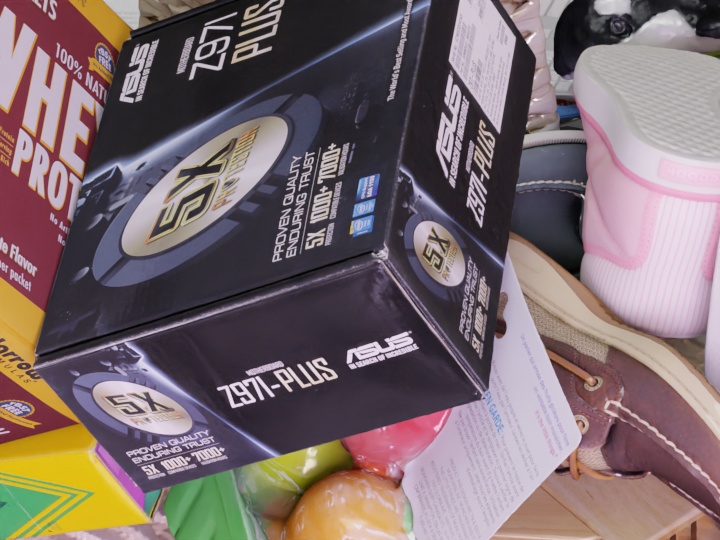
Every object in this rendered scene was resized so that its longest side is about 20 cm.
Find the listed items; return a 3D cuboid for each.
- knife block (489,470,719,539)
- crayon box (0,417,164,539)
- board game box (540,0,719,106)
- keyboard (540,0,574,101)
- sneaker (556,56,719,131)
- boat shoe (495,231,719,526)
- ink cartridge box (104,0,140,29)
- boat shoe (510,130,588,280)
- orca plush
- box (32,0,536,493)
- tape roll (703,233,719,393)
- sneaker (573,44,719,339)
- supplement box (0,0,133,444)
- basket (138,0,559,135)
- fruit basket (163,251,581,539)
[{"bbox_3d":[0.129,0.105,1.274,0.175,0.064,0.200,3,40,9],"label":"knife block"},{"bbox_3d":[-0.148,0.029,1.344,0.172,0.058,0.200,-8,45,28],"label":"crayon box"},{"bbox_3d":[0.140,-0.123,1.570,0.199,0.030,0.096,-10,40,-10],"label":"board game box"},{"bbox_3d":[0.122,-0.150,1.577,0.056,0.011,0.200,10,42,19],"label":"keyboard"},{"bbox_3d":[0.122,-0.049,1.458,0.199,0.071,0.083,-11,45,2],"label":"sneaker"},{"bbox_3d":[0.095,0.059,1.237,0.072,0.072,0.200,-40,49,-9],"label":"boat shoe"},{"bbox_3d":[-0.105,-0.071,1.540,0.162,0.057,0.200,1,61,8],"label":"ink cartridge box"},{"bbox_3d":[0.123,-0.017,1.386,0.199,0.073,0.062,3,37,-21],"label":"boat shoe"},{"bbox_3d":[0.183,-0.147,1.486,0.199,0.071,0.105,-12,2,-8],"label":"orca plush"},{"bbox_3d":[-0.026,-0.028,1.218,0.163,0.086,0.200,-17,40,27],"label":"box"},{"bbox_3d":[0.243,0.001,1.276,0.139,0.203,0.203,13,44,20],"label":"tape roll"},{"bbox_3d":[0.128,-0.033,1.324,0.075,0.105,0.200,6,20,-2],"label":"sneaker"},{"bbox_3d":[-0.214,-0.029,1.264,0.200,0.133,0.198,-15,56,23],"label":"supplement box"},{"bbox_3d":[-0.013,-0.123,1.426,0.135,0.124,0.200,-24,39,-22],"label":"basket"},{"bbox_3d":[0.009,0.079,1.233,0.200,0.094,0.185,-45,36,20],"label":"fruit basket"}]
